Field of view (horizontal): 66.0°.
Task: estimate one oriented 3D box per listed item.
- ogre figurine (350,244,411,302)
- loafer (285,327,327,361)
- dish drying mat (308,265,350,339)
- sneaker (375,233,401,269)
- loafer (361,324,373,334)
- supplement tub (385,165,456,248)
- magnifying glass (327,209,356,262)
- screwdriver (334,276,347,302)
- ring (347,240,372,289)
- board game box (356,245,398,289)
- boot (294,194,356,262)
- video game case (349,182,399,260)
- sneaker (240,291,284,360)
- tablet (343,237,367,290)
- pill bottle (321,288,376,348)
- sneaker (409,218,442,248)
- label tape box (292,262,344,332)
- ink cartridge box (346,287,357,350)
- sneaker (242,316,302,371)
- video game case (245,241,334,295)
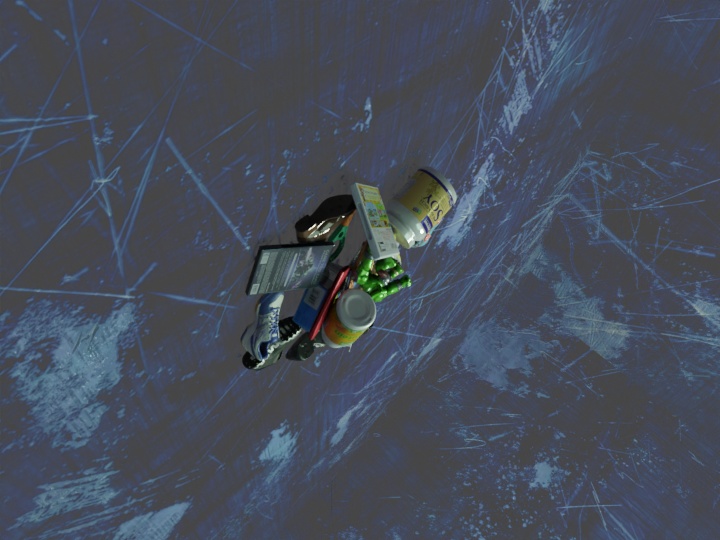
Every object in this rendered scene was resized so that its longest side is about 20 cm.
[{"bbox_3d":[0.049,0.014,1.488,0.119,0.099,0.200,-40,155,5],"label":"ogre figurine"},{"bbox_3d":[-0.155,0.212,1.697,0.071,0.074,0.199,-18,-172,37],"label":"loafer"},{"bbox_3d":[-0.083,0.081,1.438,0.203,0.018,0.077,-64,174,15],"label":"dish drying mat"},{"bbox_3d":[0.077,-0.069,1.568,0.201,0.076,0.093,71,23,-61],"label":"sneaker"},{"bbox_3d":[0.019,0.180,1.946,0.072,0.063,0.202,-39,154,-22],"label":"loafer"},{"bbox_3d":[0.162,-0.179,1.579,0.200,0.145,0.146,-47,157,-8],"label":"supplement tub"},{"bbox_3d":[-0.051,-0.103,1.461,0.079,0.022,0.203,-13,136,-55],"label":"magnifying glass"},{"bbox_3d":[-0.050,0.069,1.511,0.027,0.030,0.201,-16,160,-19],"label":"screwdriver"},{"bbox_3d":[0.000,0.000,1.566,0.200,0.019,0.205,20,89,-77],"label":"ring"},{"bbox_3d":[0.065,-0.032,1.718,0.203,0.034,0.134,-63,169,26],"label":"board game box"},{"bbox_3d":[-0.080,-0.079,1.386,0.183,0.065,0.202,-28,147,-17],"label":"boot"},{"bbox_3d":[0.038,-0.121,1.375,0.022,0.187,0.199,-19,179,18],"label":"video game case"},{"bbox_3d":[-0.228,0.134,1.402,0.075,0.088,0.203,-9,132,-54],"label":"sneaker"},{"bbox_3d":[-0.003,-0.021,1.590,0.201,0.013,0.132,-57,161,-44],"label":"tablet"},{"bbox_3d":[-0.040,0.138,1.495,0.110,0.112,0.200,-34,170,-32],"label":"pill bottle"},{"bbox_3d":[0.197,-0.146,1.778,0.094,0.079,0.203,-24,145,-42],"label":"sneaker"},{"bbox_3d":[-0.099,0.060,1.540,0.146,0.062,0.200,-64,171,27],"label":"label tape box"},{"bbox_3d":[-0.042,0.154,1.724,0.202,0.066,0.118,101,4,-56],"label":"ink cartridge box"},{"bbox_3d":[-0.234,0.204,1.526,0.199,0.066,0.091,-41,158,-13],"label":"sneaker"},{"bbox_3d":[-0.167,-0.006,1.319,0.196,0.019,0.145,-7,137,-37],"label":"video game case"}]
